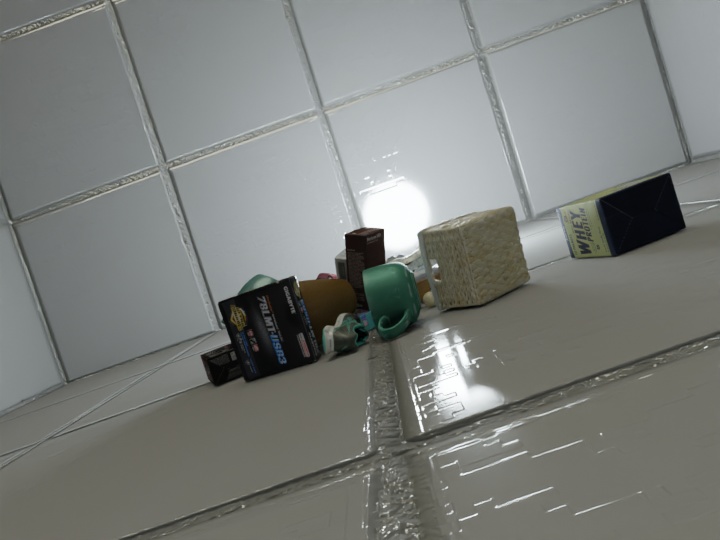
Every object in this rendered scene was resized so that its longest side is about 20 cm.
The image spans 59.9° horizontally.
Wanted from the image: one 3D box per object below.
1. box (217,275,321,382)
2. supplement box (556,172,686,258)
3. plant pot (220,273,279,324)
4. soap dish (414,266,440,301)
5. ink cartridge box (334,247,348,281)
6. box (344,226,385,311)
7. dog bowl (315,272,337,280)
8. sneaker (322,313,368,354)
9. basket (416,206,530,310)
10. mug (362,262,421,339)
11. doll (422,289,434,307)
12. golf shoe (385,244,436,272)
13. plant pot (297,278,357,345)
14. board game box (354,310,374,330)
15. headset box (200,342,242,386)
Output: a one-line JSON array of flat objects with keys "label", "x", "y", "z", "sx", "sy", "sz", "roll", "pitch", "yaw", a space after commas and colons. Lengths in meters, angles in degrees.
[{"label": "box", "x": -0.212, "y": 0.137, "z": 1.457, "sx": 0.195, "sy": 0.204, "sz": 0.050, "roll": -17, "pitch": 4, "yaw": 18}, {"label": "supplement box", "x": 0.622, "y": -0.128, "z": 1.509, "sx": 0.196, "sy": 0.137, "sz": 0.200, "roll": -19, "pitch": 3, "yaw": -10}, {"label": "plant pot", "x": -0.258, "y": 0.108, "z": 1.705, "sx": 0.197, "sy": 0.164, "sz": 0.201, "roll": 23, "pitch": -11, "yaw": 5}, {"label": "soap dish", "x": 0.146, "y": 0.054, "z": 1.844, "sx": 0.155, "sy": 0.083, "sz": 0.199, "roll": -21, "pitch": 3, "yaw": -30}, {"label": "ink cartridge box", "x": 0.000, "y": 0.000, "z": 1.750, "sx": 0.046, "sy": 0.163, "sz": 0.200, "roll": 5, "pitch": 27, "yaw": 27}, {"label": "box", "x": 0.017, "y": -0.006, "z": 1.653, "sx": 0.074, "sy": 0.205, "sz": 0.100, "roll": 4, "pitch": 17, "yaw": 33}, {"label": "dog bowl", "x": -0.056, "y": 0.064, "z": 1.875, "sx": 0.196, "sy": 0.075, "sz": 0.200, "roll": 14, "pitch": -9, "yaw": 2}, {"label": "sneaker", "x": -0.020, "y": 0.149, "z": 1.450, "sx": 0.089, "sy": 0.080, "sz": 0.200, "roll": -2, "pitch": 11, "yaw": 16}, {"label": "basket", "x": 0.270, "y": -0.030, "z": 1.470, "sx": 0.197, "sy": 0.203, "sz": 0.160, "roll": -20, "pitch": 7, "yaw": -32}, {"label": "mug", "x": 0.082, "y": 0.074, "z": 1.442, "sx": 0.112, "sy": 0.189, "sz": 0.152, "roll": -15, "pitch": -21, "yaw": 7}, {"label": "doll", "x": 0.245, "y": 0.046, "z": 1.658, "sx": 0.197, "sy": 0.049, "sz": 0.136, "roll": -21, "pitch": 2, "yaw": -30}, {"label": "golf shoe", "x": 0.161, "y": -0.019, "z": 1.805, "sx": 0.197, "sy": 0.079, "sz": 0.098, "roll": -24, "pitch": 18, "yaw": 21}, {"label": "plant pot", "x": -0.111, "y": 0.097, "z": 1.587, "sx": 0.198, "sy": 0.190, "sz": 0.185, "roll": -23, "pitch": 5, "yaw": -34}, {"label": "board game box", "x": 0.033, "y": 0.121, "z": 1.706, "sx": 0.198, "sy": 0.046, "sz": 0.151, "roll": -21, "pitch": 4, "yaw": -37}, {"label": "headset box", "x": -0.345, "y": 0.240, "z": 1.682, "sx": 0.146, "sy": 0.077, "sz": 0.199, "roll": -20, "pitch": 3, "yaw": -21}]
